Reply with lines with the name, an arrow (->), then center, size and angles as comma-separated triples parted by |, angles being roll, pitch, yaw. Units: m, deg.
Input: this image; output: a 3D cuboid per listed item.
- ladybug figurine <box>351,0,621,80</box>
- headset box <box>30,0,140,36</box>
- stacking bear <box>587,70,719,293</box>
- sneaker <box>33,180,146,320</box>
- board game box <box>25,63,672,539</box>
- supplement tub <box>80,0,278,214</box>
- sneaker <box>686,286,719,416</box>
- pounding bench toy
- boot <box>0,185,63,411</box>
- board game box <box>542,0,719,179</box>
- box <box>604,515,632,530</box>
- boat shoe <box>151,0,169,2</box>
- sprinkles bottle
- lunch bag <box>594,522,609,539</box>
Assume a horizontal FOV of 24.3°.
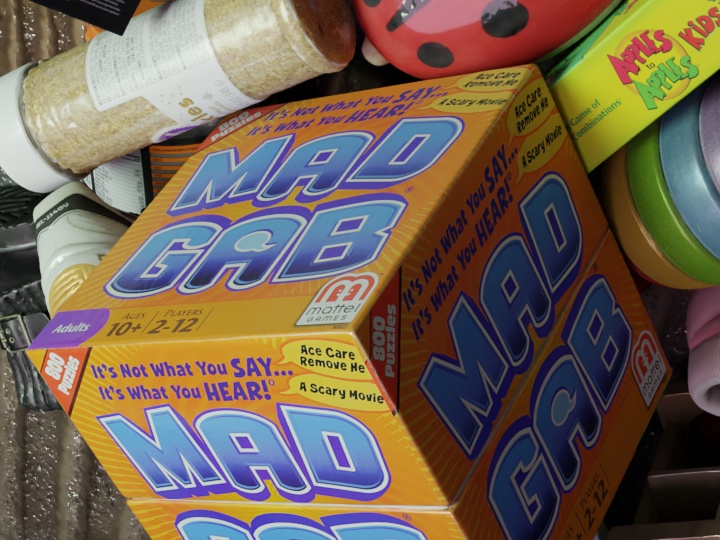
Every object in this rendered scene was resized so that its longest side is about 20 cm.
ladybug figurine -> 0.066, -0.165, 0.807 | 0.136, 0.072, 0.200 | 43, 119, 0
headset box -> -0.149, -0.247, 0.803 | 0.174, 0.093, 0.200 | 36, 101, 28
stacking bear -> 0.171, -0.040, 0.867 | 0.121, 0.114, 0.200 | 49, 139, -11
sneaker -> -0.107, 0.007, 0.942 | 0.076, 0.088, 0.200 | -33, 149, 13
board game box -> 0.004, 0.046, 0.834 | 0.200, 0.200, 0.200 | -5, 126, 37
supplement tub -> -0.109, -0.072, 1.004 | 0.122, 0.123, 0.200 | 18, 132, 19
sneaker -> 0.252, 0.029, 0.858 | 0.200, 0.105, 0.075 | -17, 134, 42
pounding bench toy -> 0.243, 0.173, 0.949 | 0.124, 0.156, 0.200 | -9, 119, 29
boot -> -0.264, 0.023, 1.211 | 0.211, 0.079, 0.158 | 1, 125, 31
board game box -> 0.163, -0.129, 0.799 | 0.048, 0.102, 0.200 | 44, 136, -5
box -> 0.156, 0.236, 1.134 | 0.200, 0.051, 0.158 | 10, 130, 25
boat shoe -> -0.036, -0.190, 0.884 | 0.200, 0.068, 0.072 | -17, 127, 27
sprinkles bottle -> -0.101, -0.102, 0.865 | 0.200, 0.068, 0.068 | -19, 113, 28
lunch bag -> 0.067, 0.189, 0.979 | 0.170, 0.200, 0.122 | -16, 81, 5
